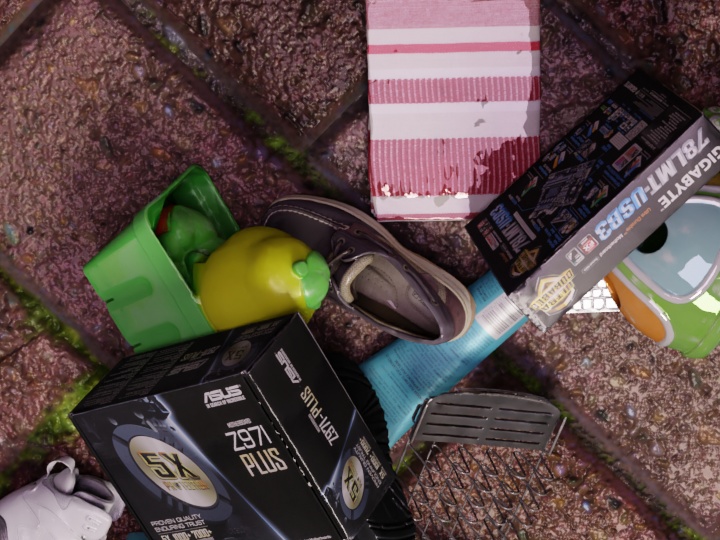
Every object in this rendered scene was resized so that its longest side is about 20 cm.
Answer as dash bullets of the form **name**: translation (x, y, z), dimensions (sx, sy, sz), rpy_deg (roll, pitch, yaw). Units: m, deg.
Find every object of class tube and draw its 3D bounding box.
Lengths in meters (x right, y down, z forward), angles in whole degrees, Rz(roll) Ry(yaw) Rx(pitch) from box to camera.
- **tube**: translation (0.068, 0.068, 1.613), dimensions (0.200, 0.050, 0.077), rpy_deg (-40, 80, 15)

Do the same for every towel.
- **towel**: translation (0.077, -0.140, 1.571), dimensions (0.144, 0.023, 0.200), rpy_deg (-1, 106, 1)

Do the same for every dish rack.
- **dish rack**: translation (0.091, 0.191, 1.601), dimensions (0.153, 0.055, 0.200), rpy_deg (6, 118, -28)

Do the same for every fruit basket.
- **fruit basket**: translation (-0.099, 0.014, 1.549), dimensions (0.215, 0.156, 0.216), rpy_deg (6, 113, 15)

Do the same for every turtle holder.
- **turtle holder**: translation (0.270, -0.027, 1.515), dimensions (0.132, 0.141, 0.186), rpy_deg (26, 114, -2)

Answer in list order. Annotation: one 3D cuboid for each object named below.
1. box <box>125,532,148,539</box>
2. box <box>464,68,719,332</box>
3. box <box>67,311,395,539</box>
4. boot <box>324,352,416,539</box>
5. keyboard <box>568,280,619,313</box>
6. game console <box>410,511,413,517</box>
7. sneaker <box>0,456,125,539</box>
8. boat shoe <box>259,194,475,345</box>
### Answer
- **box**: translation (-0.154, 0.326, 1.672), dimensions (0.082, 0.049, 0.200), rpy_deg (-5, 112, 8)
- **box**: translation (0.182, -0.060, 1.483), dimensions (0.199, 0.200, 0.050), rpy_deg (-44, 106, 6)
- **box**: translation (-0.101, 0.138, 1.491), dimensions (0.200, 0.086, 0.164), rpy_deg (-14, 113, 37)
- **boot**: translation (-0.040, 0.190, 1.596), dimensions (0.162, 0.073, 0.198), rpy_deg (-41, 58, 39)
- **keyboard**: translation (0.265, 0.005, 1.602), dimensions (0.200, 0.011, 0.056), rpy_deg (-3, 104, 4)
- **game console**: translation (-0.078, 0.203, 1.663), dimensions (0.200, 0.031, 0.177), rpy_deg (-31, 100, 11)
- **sneaker**: translation (-0.237, 0.258, 1.662), dimensions (0.115, 0.075, 0.200), rpy_deg (-39, 96, 14)
- **boat shoe**: translation (0.000, 0.000, 1.571), dimensions (0.200, 0.065, 0.072), rpy_deg (32, 108, 11)
